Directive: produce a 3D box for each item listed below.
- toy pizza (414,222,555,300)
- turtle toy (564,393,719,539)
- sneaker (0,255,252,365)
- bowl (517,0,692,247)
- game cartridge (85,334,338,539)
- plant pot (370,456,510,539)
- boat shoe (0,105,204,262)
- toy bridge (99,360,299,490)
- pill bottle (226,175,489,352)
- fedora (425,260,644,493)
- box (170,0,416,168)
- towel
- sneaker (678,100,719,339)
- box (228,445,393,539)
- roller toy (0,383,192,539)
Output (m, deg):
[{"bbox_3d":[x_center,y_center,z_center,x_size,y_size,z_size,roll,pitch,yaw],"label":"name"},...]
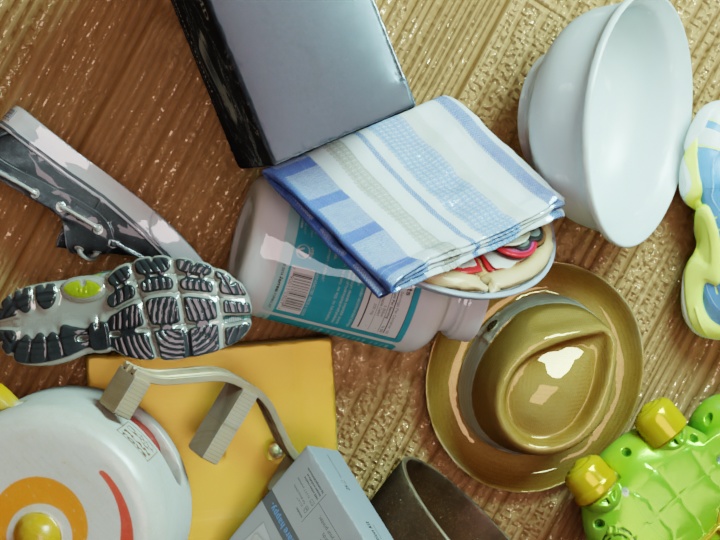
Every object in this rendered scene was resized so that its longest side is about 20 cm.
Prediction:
[{"bbox_3d":[0.063,-0.057,1.251,0.199,0.201,0.032,15,130,-13],"label":"toy pizza"},{"bbox_3d":[0.262,0.179,1.338,0.200,0.101,0.146,-38,89,-9],"label":"turtle toy"},{"bbox_3d":[-0.176,0.028,1.223,0.198,0.080,0.078,-3,92,11],"label":"sneaker"},{"bbox_3d":[0.187,-0.123,1.292,0.201,0.090,0.203,-20,114,-54],"label":"bowl"},{"bbox_3d":[-0.116,0.146,1.295,0.198,0.032,0.178,-3,94,-10],"label":"game cartridge"},{"bbox_3d":[0.029,0.283,1.271,0.200,0.187,0.187,-44,101,8],"label":"plant pot"},{"bbox_3d":[-0.207,-0.040,1.241,0.200,0.072,0.068,38,83,-9],"label":"boat shoe"},{"bbox_3d":[-0.103,0.114,1.227,0.200,0.027,0.068,33,86,-38],"label":"toy bridge"},{"bbox_3d":[0.000,0.000,1.269,0.199,0.111,0.112,15,90,-13],"label":"pill bottle"},{"bbox_3d":[0.153,0.090,1.320,0.199,0.082,0.202,-1,93,-13],"label":"fedora"},{"bbox_3d":[-0.065,-0.188,1.199,0.117,0.200,0.198,-24,97,-10],"label":"box"},{"bbox_3d":[0.044,-0.061,1.205,0.199,0.024,0.147,-25,59,-37],"label":"towel"},{"bbox_3d":[0.323,-0.039,1.334,0.075,0.105,0.202,-12,105,-42],"label":"sneaker"},{"bbox_3d":[-0.053,0.258,1.221,0.041,0.156,0.200,16,120,-46],"label":"box"},{"bbox_3d":[-0.223,0.181,1.196,0.181,0.140,0.202,2,94,4],"label":"roller toy"}]
